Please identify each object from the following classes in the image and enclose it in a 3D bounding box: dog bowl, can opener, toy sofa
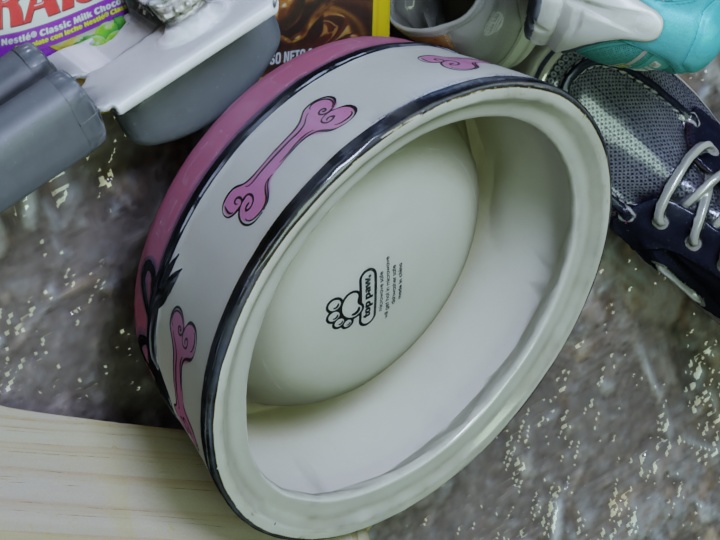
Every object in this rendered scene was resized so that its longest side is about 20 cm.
[{"bbox_3d":[0.000,0.000,0.975,0.200,0.074,0.200,-29,140,-29],"label":"dog bowl"},{"bbox_3d":[-0.109,-0.047,0.900,0.200,0.053,0.067,-32,127,-16],"label":"can opener"},{"bbox_3d":[-0.093,0.117,0.990,0.200,0.098,0.083,8,135,-35],"label":"toy sofa"}]

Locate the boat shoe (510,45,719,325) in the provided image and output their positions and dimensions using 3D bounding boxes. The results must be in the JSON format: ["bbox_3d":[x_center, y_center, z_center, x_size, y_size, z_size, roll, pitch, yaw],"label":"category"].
[{"bbox_3d":[0.149,-0.030,1.076,0.200,0.093,0.075,37,86,-36],"label":"boat shoe"}]

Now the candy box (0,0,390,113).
[{"bbox_3d":[-0.078,-0.111,0.943,0.200,0.026,0.102,-11,111,-29],"label":"candy box"}]

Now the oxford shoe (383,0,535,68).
[{"bbox_3d":[0.051,-0.171,0.976,0.058,0.075,0.200,-2,113,-35],"label":"oxford shoe"}]

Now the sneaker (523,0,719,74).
[{"bbox_3d":[0.119,-0.110,0.989,0.200,0.080,0.078,-46,155,-66],"label":"sneaker"}]
